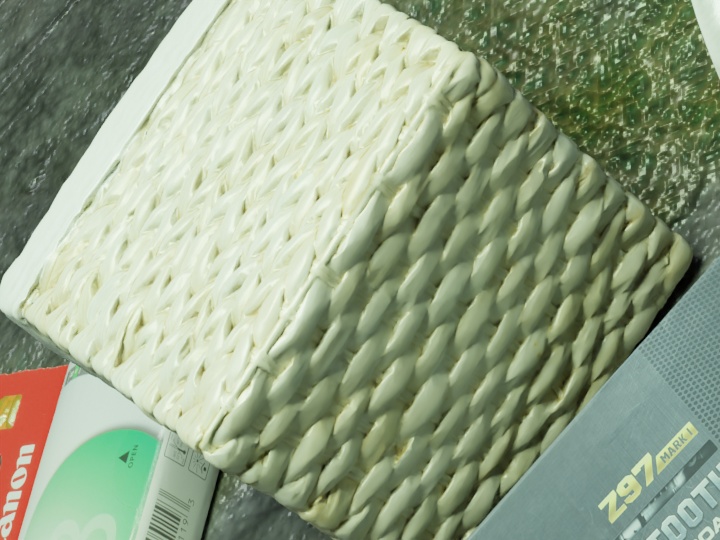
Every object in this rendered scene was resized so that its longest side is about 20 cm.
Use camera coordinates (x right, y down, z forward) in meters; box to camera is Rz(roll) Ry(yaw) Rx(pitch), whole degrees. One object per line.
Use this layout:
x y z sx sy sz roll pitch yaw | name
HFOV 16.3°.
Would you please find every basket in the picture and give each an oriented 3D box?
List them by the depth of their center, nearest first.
0.000 0.000 1.035 0.161 0.198 0.201 31 87 47 | basket

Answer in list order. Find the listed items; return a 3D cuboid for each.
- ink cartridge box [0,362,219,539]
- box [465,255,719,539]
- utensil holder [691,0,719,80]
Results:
-0.153 0.105 1.230 0.199 0.050 0.162 -8 58 40 | ink cartridge box
0.142 0.091 0.937 0.200 0.051 0.158 -48 39 9 | box
0.241 -0.118 0.897 0.199 0.170 0.171 -22 49 30 | utensil holder
